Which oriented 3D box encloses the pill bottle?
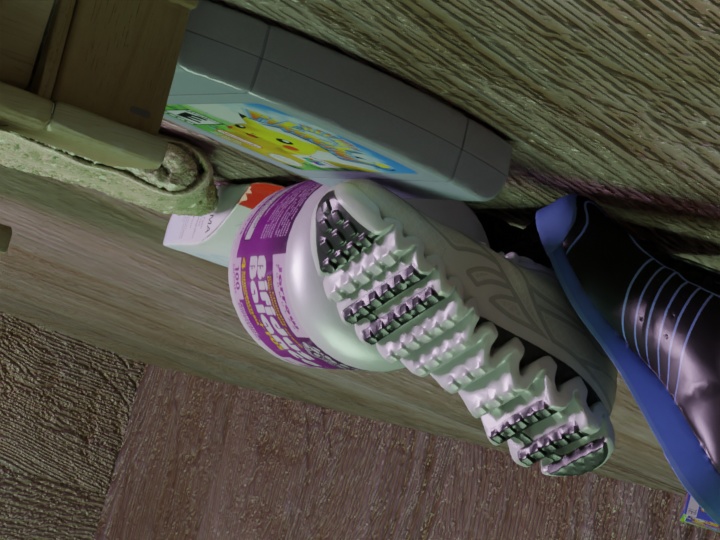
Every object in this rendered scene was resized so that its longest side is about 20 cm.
[{"bbox_3d":[0.000,0.000,1.148,0.111,0.113,0.200,18,172,-16],"label":"pill bottle"}]

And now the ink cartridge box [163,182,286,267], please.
[{"bbox_3d":[-0.024,-0.012,1.374,0.159,0.048,0.200,20,174,-24],"label":"ink cartridge box"}]

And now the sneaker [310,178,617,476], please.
[{"bbox_3d":[0.056,0.017,1.028,0.200,0.081,0.075,42,140,-21],"label":"sneaker"}]

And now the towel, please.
[{"bbox_3d":[-0.186,-0.077,1.291,0.198,0.037,0.148,16,174,0],"label":"towel"}]

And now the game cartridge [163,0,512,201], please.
[{"bbox_3d":[-0.032,-0.077,0.956,0.199,0.041,0.133,21,168,-34],"label":"game cartridge"}]

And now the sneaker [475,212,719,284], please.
[{"bbox_3d":[0.124,0.010,1.150,0.104,0.061,0.199,24,167,-23],"label":"sneaker"}]

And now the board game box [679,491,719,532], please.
[{"bbox_3d":[0.513,0.339,2.833,0.133,0.045,0.200,15,173,10],"label":"board game box"}]

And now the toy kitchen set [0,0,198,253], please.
[{"bbox_3d":[-0.135,-0.060,0.744,0.199,0.165,0.180,18,175,-36],"label":"toy kitchen set"}]

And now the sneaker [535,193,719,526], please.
[{"bbox_3d":[0.159,0.029,1.000,0.070,0.078,0.201,36,-159,-56],"label":"sneaker"}]
